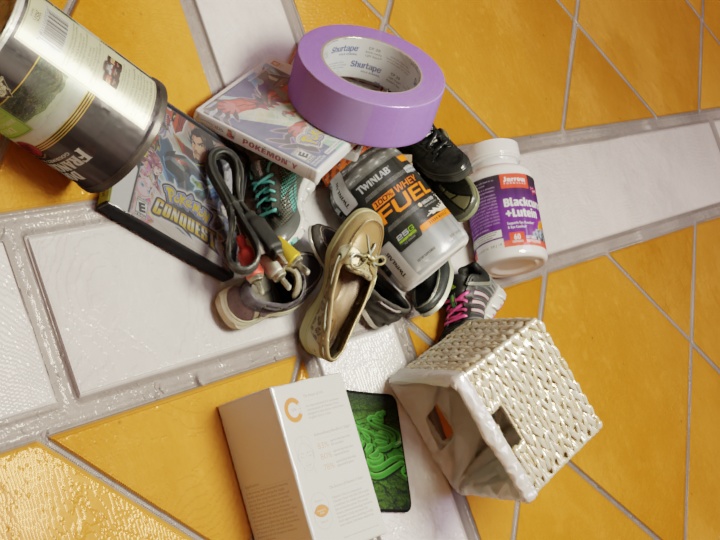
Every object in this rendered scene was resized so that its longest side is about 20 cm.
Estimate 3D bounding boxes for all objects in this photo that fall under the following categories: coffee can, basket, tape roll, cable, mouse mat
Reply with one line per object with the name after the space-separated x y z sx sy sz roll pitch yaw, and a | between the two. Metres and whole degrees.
-0.327 -0.195 1.405 0.200 0.146 0.147 36 47 -35 | coffee can
0.178 0.181 1.770 0.161 0.200 0.198 -36 102 -24 | basket
0.007 -0.244 1.743 0.200 0.066 0.200 12 37 -9 | tape roll
-0.147 -0.057 1.596 0.097 0.050 0.200 -23 65 -32 | cable
-0.006 0.231 1.711 0.200 0.008 0.161 13 63 -49 | mouse mat

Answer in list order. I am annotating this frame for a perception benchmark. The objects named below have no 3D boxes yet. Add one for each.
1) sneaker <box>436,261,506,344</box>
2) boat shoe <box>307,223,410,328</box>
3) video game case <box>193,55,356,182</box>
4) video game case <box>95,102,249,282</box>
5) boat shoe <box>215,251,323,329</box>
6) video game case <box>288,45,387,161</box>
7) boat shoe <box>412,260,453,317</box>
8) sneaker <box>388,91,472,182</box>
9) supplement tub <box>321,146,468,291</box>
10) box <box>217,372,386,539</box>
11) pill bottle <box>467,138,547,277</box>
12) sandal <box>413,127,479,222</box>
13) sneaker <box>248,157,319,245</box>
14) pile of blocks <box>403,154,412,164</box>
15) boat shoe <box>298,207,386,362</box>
0.148 0.053 1.941 0.088 0.074 0.200 55 37 -12 | sneaker
0.000 0.000 1.762 0.200 0.057 0.067 52 25 -38 | boat shoe
-0.089 -0.201 1.718 0.182 0.023 0.200 27 38 12 | video game case
-0.220 -0.107 1.595 0.200 0.025 0.181 32 49 -38 | video game case
-0.099 0.018 1.651 0.200 0.065 0.072 -24 89 -55 | boat shoe
-0.045 -0.235 1.810 0.143 0.017 0.200 19 45 3 | video game case
0.093 -0.019 1.910 0.068 0.072 0.200 35 43 -29 | boat shoe
0.077 -0.207 1.921 0.060 0.200 0.104 -38 136 -16 | sneaker
0.043 -0.081 1.809 0.200 0.123 0.122 50 37 4 | supplement tub
-0.068 0.233 1.553 0.124 0.097 0.200 -7 79 -50 | box
0.222 -0.099 2.073 0.111 0.111 0.200 12 63 -48 | pill bottle
0.132 -0.133 1.966 0.057 0.080 0.201 25 29 -36 | sandal
-0.112 -0.097 1.686 0.091 0.077 0.200 48 32 -29 | sneaker
0.049 -0.134 1.906 0.200 0.082 0.062 61 18 3 | pile of blocks
-0.012 0.020 1.683 0.073 0.063 0.200 18 92 -34 | boat shoe
